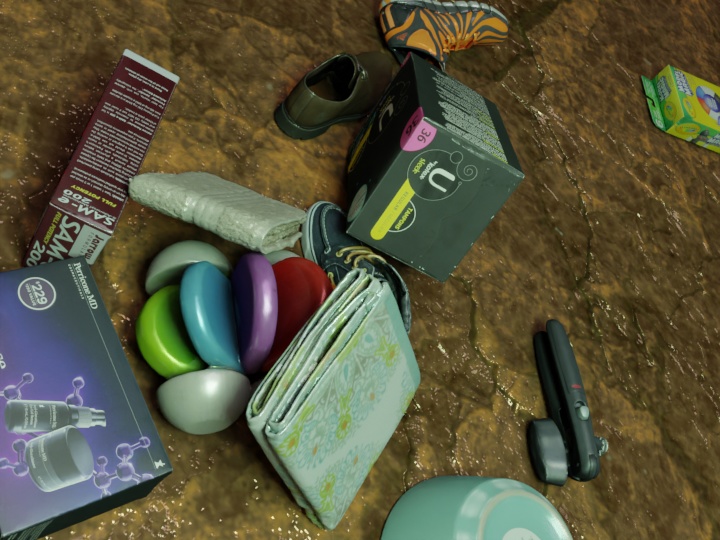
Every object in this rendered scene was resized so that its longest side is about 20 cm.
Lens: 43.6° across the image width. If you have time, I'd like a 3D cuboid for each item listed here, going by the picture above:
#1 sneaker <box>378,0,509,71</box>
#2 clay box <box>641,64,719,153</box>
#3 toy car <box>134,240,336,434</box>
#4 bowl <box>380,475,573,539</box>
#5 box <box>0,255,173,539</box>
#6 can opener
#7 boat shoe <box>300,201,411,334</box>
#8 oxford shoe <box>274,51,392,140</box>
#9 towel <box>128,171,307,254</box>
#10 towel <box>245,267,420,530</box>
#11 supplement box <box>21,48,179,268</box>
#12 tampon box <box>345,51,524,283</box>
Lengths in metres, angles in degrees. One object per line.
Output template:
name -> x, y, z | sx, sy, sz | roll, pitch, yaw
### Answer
sneaker -> 0.119, -0.307, 1.230 | 0.198, 0.078, 0.113 | 1, 65, -21
clay box -> 0.566, -0.268, 1.508 | 0.199, 0.048, 0.116 | 14, 55, -27
toy car -> -0.096, 0.046, 0.809 | 0.199, 0.150, 0.176 | 6, 60, -30
bowl -> 0.127, 0.276, 0.844 | 0.200, 0.105, 0.202 | 17, 53, -24
box -> -0.258, 0.103, 0.718 | 0.141, 0.079, 0.201 | -14, 71, -41
can opener -> 0.232, 0.145, 1.021 | 0.078, 0.063, 0.201 | 16, 55, -24
boat shoe -> 0.000, 0.000, 0.940 | 0.070, 0.091, 0.202 | -1, 63, -34
oxford shoe -> -0.012, -0.225, 1.078 | 0.073, 0.084, 0.200 | 45, 46, 2
towel -> -0.125, -0.057, 0.842 | 0.132, 0.035, 0.200 | 21, 8, 6
towel -> -0.017, 0.114, 0.790 | 0.048, 0.201, 0.172 | 21, 61, 30
supplement box -> -0.238, -0.095, 0.832 | 0.061, 0.109, 0.201 | 25, 50, -19
tampon box -> 0.072, -0.117, 0.980 | 0.126, 0.150, 0.200 | 27, 27, -16
